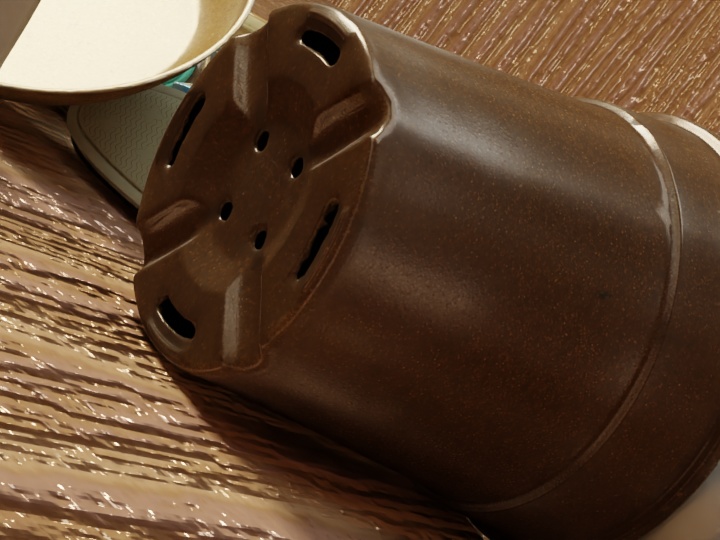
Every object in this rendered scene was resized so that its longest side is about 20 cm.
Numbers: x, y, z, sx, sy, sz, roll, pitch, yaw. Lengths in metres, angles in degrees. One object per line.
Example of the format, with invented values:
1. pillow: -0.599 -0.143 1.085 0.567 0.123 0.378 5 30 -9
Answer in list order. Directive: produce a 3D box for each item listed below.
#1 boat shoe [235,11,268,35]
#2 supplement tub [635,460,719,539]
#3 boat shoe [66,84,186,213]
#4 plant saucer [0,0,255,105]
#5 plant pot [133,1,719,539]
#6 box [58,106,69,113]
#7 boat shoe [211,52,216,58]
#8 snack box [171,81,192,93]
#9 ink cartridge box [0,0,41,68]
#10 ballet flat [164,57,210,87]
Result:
1. boat shoe: -0.022 -0.080 1.339 0.200 0.065 0.071 41 1 -15
2. supplement tub: 0.176 0.102 0.974 0.140 0.140 0.200 35 25 -22
3. boat shoe: -0.059 -0.021 1.084 0.199 0.072 0.068 32 -31 7
4. plant saucer: -0.148 -0.139 1.066 0.199 0.036 0.201 7 45 -7
5. plant pot: 0.029 -0.002 0.908 0.198 0.201 0.200 22 16 -36
6. box: -0.089 -0.060 1.257 0.163 0.021 0.200 38 7 0
7. boat shoe: -0.152 -0.169 1.336 0.199 0.062 0.073 26 7 -12
8. snack box: -0.030 -0.063 1.204 0.116 0.037 0.200 21 6 7
9. ink cartridge box: -0.241 -0.179 0.960 0.200 0.084 0.145 42 19 27
10. ballet flat: -0.136 -0.164 1.263 0.065 0.070 0.201 83 -19 -65
